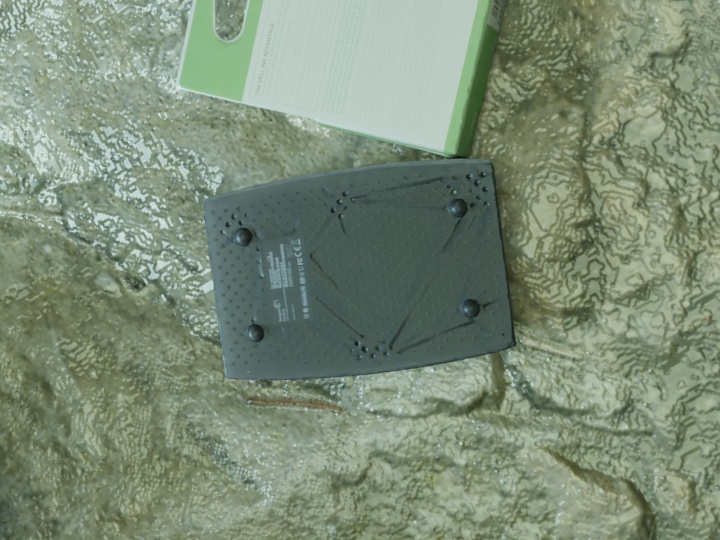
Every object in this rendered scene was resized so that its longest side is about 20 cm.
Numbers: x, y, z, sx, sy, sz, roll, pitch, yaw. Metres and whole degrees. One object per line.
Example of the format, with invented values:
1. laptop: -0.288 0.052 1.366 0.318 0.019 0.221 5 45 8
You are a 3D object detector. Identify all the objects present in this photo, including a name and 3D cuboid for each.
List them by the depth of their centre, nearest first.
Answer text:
1. ink cartridge box: -0.010 -0.166 0.890 0.199 0.048 0.147 14 96 16
2. hard drive: 0.000 0.000 0.898 0.198 0.042 0.136 -7 92 14
